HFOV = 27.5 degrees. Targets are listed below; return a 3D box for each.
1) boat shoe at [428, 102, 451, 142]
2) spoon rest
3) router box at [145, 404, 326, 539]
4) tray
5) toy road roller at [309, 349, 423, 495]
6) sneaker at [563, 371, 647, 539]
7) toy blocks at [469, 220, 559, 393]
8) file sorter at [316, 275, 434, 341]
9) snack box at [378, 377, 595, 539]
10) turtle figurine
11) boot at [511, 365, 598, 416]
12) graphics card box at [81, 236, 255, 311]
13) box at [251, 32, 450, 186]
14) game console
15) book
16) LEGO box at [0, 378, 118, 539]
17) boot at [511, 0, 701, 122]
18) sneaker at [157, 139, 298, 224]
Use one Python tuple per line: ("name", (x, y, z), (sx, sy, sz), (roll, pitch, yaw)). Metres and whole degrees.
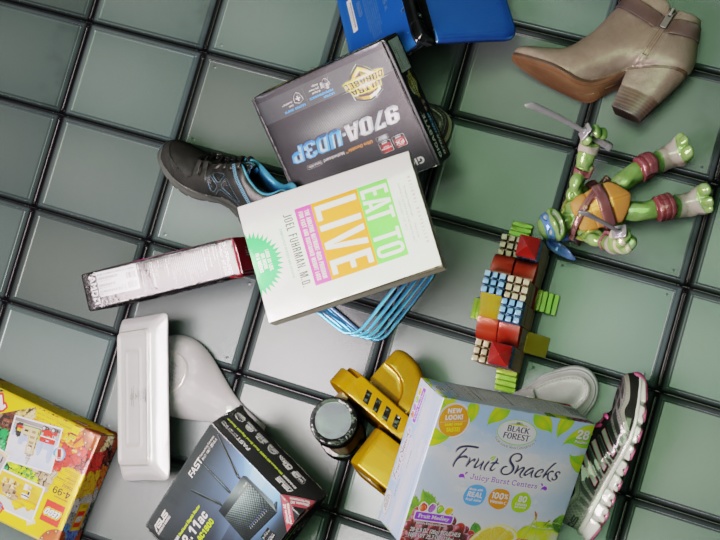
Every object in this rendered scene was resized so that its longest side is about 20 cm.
("boat shoe", (0.012, -0.193, 1.793), (0.198, 0.065, 0.073), (18, 87, 14))
("spoon rest", (-0.192, 0.156, 1.809), (0.199, 0.061, 0.100), (34, 90, 27))
("router box", (-0.149, 0.282, 1.731), (0.150, 0.062, 0.201), (43, 123, 15))
("tray", (-0.271, 0.156, 1.806), (0.107, 0.022, 0.202), (-9, 80, 48))
("toy road roller", (0.044, 0.187, 1.716), (0.200, 0.123, 0.146), (39, 81, 14))
("sneaker", (0.266, 0.204, 1.686), (0.087, 0.074, 0.202), (21, 93, 8))
("toy blocks", (0.171, 0.036, 1.695), (0.099, 0.137, 0.202), (13, 86, 14))
("file sorter", (0.000, 0.000, 1.707), (0.122, 0.200, 0.139), (39, 92, 10))
("snack box", (0.138, 0.219, 1.610), (0.198, 0.068, 0.170), (12, 101, -27))
("turtle figurine", (0.299, -0.095, 1.665), (0.192, 0.201, 0.144), (-17, 40, -11))
("boot", (0.185, 0.176, 1.693), (0.199, 0.096, 0.074), (-33, 83, 8))
("graphics card box", (-0.225, 0.003, 1.791), (0.198, 0.125, 0.051), (-14, 90, 11))
("box", (-0.012, -0.171, 1.748), (0.199, 0.046, 0.160), (-19, 102, 30))
("game console", (0.072, -0.328, 1.793), (0.170, 0.118, 0.202), (-36, 53, 36))
("book", (-0.021, -0.035, 1.594), (0.198, 0.048, 0.135), (-19, 81, 8))
("LEGO box", (-0.421, 0.235, 1.831), (0.198, 0.077, 0.150), (22, 88, 14))
("boot", (0.298, -0.270, 1.745), (0.199, 0.070, 0.147), (28, 84, 13))
("sneaker", (-0.158, -0.116, 1.804), (0.199, 0.073, 0.082), (30, 130, 11))
